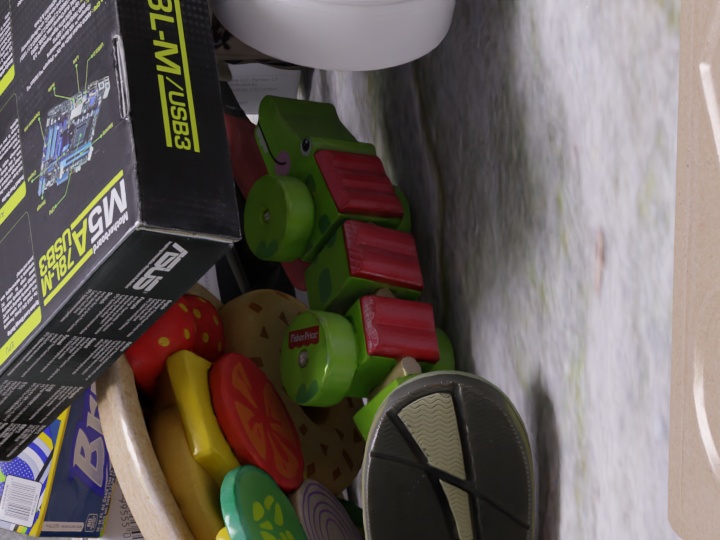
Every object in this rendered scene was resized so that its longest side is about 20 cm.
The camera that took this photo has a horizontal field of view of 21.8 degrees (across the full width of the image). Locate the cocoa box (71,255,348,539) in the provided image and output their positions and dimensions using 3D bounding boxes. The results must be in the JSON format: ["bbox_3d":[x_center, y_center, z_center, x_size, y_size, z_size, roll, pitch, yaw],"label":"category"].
[{"bbox_3d":[-0.091,0.090,1.007,0.131,0.133,0.200,121,142,-63],"label":"cocoa box"}]

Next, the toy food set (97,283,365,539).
[{"bbox_3d":[-0.041,0.085,0.791,0.200,0.049,0.198,36,-150,-59],"label":"toy food set"}]

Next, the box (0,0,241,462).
[{"bbox_3d":[-0.122,-0.051,0.729,0.200,0.047,0.193,-41,52,45],"label":"box"}]

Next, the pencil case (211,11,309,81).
[{"bbox_3d":[-0.033,-0.182,0.819,0.078,0.089,0.200,-21,-68,-60],"label":"pencil case"}]

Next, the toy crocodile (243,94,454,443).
[{"bbox_3d":[0.000,0.000,0.788,0.062,0.067,0.200,-52,43,39],"label":"toy crocodile"}]

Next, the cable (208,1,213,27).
[{"bbox_3d":[-0.094,-0.082,0.819,0.097,0.050,0.200,86,-170,-51],"label":"cable"}]

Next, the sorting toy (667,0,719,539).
[{"bbox_3d":[0.118,-0.001,0.428,0.200,0.036,0.186,-133,42,-73],"label":"sorting toy"}]

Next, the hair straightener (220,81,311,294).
[{"bbox_3d":[-0.092,-0.071,0.941,0.077,0.041,0.200,-14,116,39],"label":"hair straightener"}]

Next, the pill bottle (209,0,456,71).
[{"bbox_3d":[0.000,-0.178,0.652,0.114,0.114,0.200,-111,23,-47],"label":"pill bottle"}]

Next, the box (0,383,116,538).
[{"bbox_3d":[-0.142,0.025,0.894,0.070,0.064,0.200,22,-99,-69],"label":"box"}]

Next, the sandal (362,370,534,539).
[{"bbox_3d":[0.033,0.133,0.711,0.057,0.080,0.201,-85,1,-77],"label":"sandal"}]

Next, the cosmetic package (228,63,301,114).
[{"bbox_3d":[-0.067,-0.188,0.953,0.113,0.081,0.200,-107,19,-45],"label":"cosmetic package"}]
